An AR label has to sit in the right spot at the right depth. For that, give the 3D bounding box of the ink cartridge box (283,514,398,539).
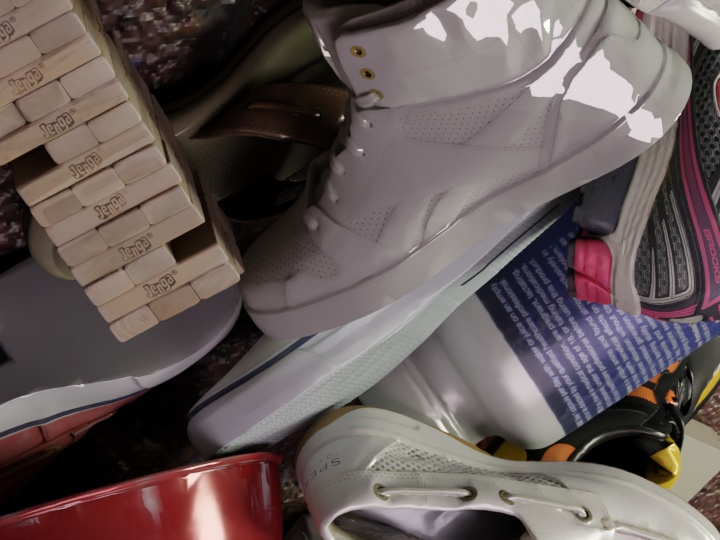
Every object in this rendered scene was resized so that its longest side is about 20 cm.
[{"bbox_3d":[0.054,0.205,1.048,0.200,0.146,0.084,5,140,-30],"label":"ink cartridge box"}]

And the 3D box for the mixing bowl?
[{"bbox_3d":[-0.112,0.158,0.891,0.200,0.109,0.200,-18,171,-3],"label":"mixing bowl"}]

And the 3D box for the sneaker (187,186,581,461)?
[{"bbox_3d":[0.000,0.000,0.873,0.200,0.071,0.073,-40,165,2],"label":"sneaker"}]

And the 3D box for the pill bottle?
[{"bbox_3d":[0.089,0.010,0.939,0.200,0.111,0.111,-34,140,1],"label":"pill bottle"}]

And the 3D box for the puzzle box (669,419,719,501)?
[{"bbox_3d":[0.098,0.113,1.118,0.133,0.025,0.200,-47,138,17],"label":"puzzle box"}]

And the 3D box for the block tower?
[{"bbox_3d":[-0.107,-0.062,0.742,0.058,0.054,0.200,-28,127,5],"label":"block tower"}]

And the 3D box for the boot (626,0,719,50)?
[{"bbox_3d":[0.098,-0.139,0.710,0.096,0.074,0.200,-40,134,23],"label":"boot"}]

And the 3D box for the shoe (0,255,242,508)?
[{"bbox_3d":[-0.144,0.052,0.870,0.200,0.072,0.091,-25,158,-21],"label":"shoe"}]

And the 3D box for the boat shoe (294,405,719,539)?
[{"bbox_3d":[0.066,0.120,0.894,0.200,0.069,0.071,15,122,-15],"label":"boat shoe"}]

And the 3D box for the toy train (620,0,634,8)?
[{"bbox_3d":[0.043,-0.140,0.809,0.046,0.034,0.200,-8,159,42],"label":"toy train"}]

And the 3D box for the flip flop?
[{"bbox_3d":[-0.039,-0.050,0.833,0.200,0.058,0.081,-30,141,-11],"label":"flip flop"}]

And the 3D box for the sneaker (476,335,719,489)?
[{"bbox_3d":[0.132,0.081,1.015,0.200,0.090,0.070,-26,119,-37],"label":"sneaker"}]

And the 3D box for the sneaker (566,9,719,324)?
[{"bbox_3d":[0.143,-0.073,0.857,0.081,0.074,0.200,66,40,-75],"label":"sneaker"}]

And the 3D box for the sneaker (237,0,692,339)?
[{"bbox_3d":[0.006,-0.058,0.763,0.200,0.074,0.116,-32,123,28],"label":"sneaker"}]
